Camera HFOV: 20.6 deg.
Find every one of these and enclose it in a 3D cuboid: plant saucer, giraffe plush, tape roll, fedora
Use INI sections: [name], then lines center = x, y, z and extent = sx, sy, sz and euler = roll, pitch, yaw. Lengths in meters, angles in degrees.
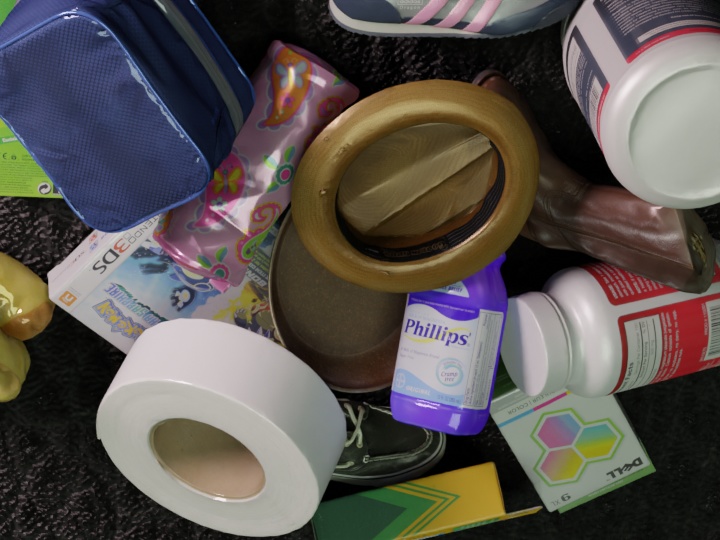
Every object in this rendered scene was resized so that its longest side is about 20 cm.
[plant saucer]
center = 0.000, 0.000, 1.643
extent = 0.200, 0.037, 0.201
euler = -7, 102, -33
[giraffe plush]
center = -0.334, 0.051, 1.596
extent = 0.172, 0.162, 0.200
euler = 3, 122, -9
[tape roll]
center = -0.116, 0.132, 1.643
extent = 0.202, 0.071, 0.203
euler = 15, 141, 13
[fedora]
center = 0.041, -0.078, 1.562
extent = 0.200, 0.082, 0.201
euler = -4, 123, -6

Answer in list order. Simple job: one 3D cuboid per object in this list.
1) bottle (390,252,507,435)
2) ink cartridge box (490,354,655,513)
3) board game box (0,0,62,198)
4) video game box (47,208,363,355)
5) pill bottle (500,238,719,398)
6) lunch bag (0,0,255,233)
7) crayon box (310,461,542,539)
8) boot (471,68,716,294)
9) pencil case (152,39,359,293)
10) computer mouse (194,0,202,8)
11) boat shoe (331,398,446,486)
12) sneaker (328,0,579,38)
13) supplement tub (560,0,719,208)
[bottle]
center = 0.079, 0.032, 1.631
extent = 0.083, 0.065, 0.201
euler = 12, 93, 29
[ink cartridge box]
center = 0.193, 0.150, 1.791
extent = 0.104, 0.059, 0.200
euler = -26, 122, 7
[board game box]
center = -0.242, -0.149, 1.566
extent = 0.095, 0.030, 0.200
euler = 2, 124, -9
[video game box]
center = -0.130, 0.010, 1.669
extent = 0.200, 0.047, 0.182
euler = 38, 112, -26
[pill bottle]
center = 0.222, 0.043, 1.668
extent = 0.200, 0.112, 0.113
euler = -12, 125, -22
[lunch bag]
center = -0.183, -0.148, 1.477
extent = 0.136, 0.132, 0.200
euler = -20, 118, 30
[crayon box]
center = 0.058, 0.213, 1.775
extent = 0.199, 0.126, 0.052
euler = -13, 81, 0
[boot]
center = 0.188, -0.069, 1.575
extent = 0.064, 0.200, 0.187
euler = -47, 132, -18
[pencil case]
center = -0.084, -0.082, 1.562
extent = 0.087, 0.087, 0.200
euler = 31, 91, -24
[computer mouse]
center = -0.129, -0.264, 1.512
extent = 0.058, 0.034, 0.200
euler = 23, 113, 2
[boat shoe]
center = -0.021, 0.148, 1.743
extent = 0.199, 0.071, 0.064
euler = 0, 156, -6
[sneaker]
center = 0.076, -0.227, 1.524
extent = 0.199, 0.070, 0.082
euler = -5, 145, -6
[supplement tub]
center = 0.235, -0.150, 1.525
extent = 0.140, 0.200, 0.141
euler = -4, 121, -6
